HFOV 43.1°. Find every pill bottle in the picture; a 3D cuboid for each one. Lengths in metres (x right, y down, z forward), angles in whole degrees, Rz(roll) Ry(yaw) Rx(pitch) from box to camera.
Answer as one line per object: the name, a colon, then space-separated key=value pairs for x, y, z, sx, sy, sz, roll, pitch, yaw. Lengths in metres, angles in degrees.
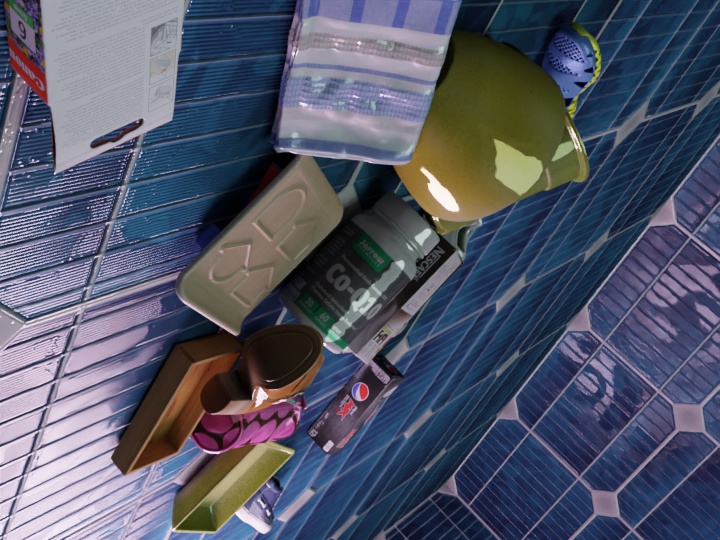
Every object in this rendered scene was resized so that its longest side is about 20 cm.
pill bottle: x=0.000 y=0.000 z=1.174 sx=0.200 sy=0.113 sz=0.113 roll=-47 pitch=160 yaw=-1

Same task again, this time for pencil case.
pencil case: x=-0.157 y=0.207 z=1.299 sx=0.093 sy=0.091 sz=0.200 roll=-15 pitch=173 yaw=21

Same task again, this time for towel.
towel: x=0.000 y=-0.177 z=0.838 sx=0.146 sy=0.024 sz=0.200 roll=6 pitch=139 yaw=-11

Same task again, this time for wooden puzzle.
wooden puzzle: x=-0.110 y=-0.034 z=0.993 sx=0.200 sy=0.046 sz=0.185 roll=-50 pitch=161 yaw=-5

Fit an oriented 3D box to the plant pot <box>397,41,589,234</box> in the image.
plant pot: x=0.144 y=-0.145 z=1.124 sx=0.190 sy=0.200 sz=0.200 roll=-32 pitch=160 yaw=0

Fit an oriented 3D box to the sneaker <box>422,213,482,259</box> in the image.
sneaker: x=0.106 y=-0.023 z=1.359 sx=0.201 sy=0.080 sz=0.070 roll=-59 pitch=159 yaw=8

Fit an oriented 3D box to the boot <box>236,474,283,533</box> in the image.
boot: x=-0.176 y=0.432 z=1.709 sx=0.090 sy=0.073 sz=0.200 roll=-38 pitch=159 yaw=-6

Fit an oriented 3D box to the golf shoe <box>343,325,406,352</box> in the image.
golf shoe: x=0.027 y=0.061 z=1.412 sx=0.200 sy=0.075 sz=0.092 roll=-24 pitch=147 yaw=-49

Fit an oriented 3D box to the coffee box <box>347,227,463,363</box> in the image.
coffee box: x=0.034 y=0.016 z=1.275 sx=0.200 sy=0.113 sz=0.080 roll=-45 pitch=160 yaw=-1

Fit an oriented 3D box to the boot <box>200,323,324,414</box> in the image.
boot: x=-0.088 y=0.117 z=1.139 sx=0.200 sy=0.074 sz=0.154 roll=-29 pitch=164 yaw=31

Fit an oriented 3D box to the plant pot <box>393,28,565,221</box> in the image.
plant pot: x=0.095 y=-0.173 z=0.963 sx=0.200 sy=0.200 sz=0.142 roll=-48 pitch=134 yaw=6

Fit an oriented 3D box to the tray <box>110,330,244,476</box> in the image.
tray: x=-0.230 y=0.165 z=1.142 sx=0.099 sy=0.037 sz=0.200 roll=-14 pitch=143 yaw=-57

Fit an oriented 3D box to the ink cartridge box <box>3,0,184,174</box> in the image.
ink cartridge box: x=-0.172 y=-0.165 z=0.598 sx=0.109 sy=0.050 sz=0.200 roll=-33 pitch=158 yaw=-34

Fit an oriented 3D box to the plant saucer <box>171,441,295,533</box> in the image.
plant saucer: x=-0.215 y=0.341 z=1.494 sx=0.200 sy=0.048 sz=0.200 roll=-45 pitch=161 yaw=-4

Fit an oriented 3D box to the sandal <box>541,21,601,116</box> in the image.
sandal: x=0.276 y=-0.263 z=1.288 sx=0.087 sy=0.080 sz=0.200 roll=-34 pitch=156 yaw=-21

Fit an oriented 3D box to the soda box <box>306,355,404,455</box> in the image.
soda box: x=-0.009 y=0.254 z=1.723 sx=0.200 sy=0.063 sz=0.071 roll=-50 pitch=160 yaw=11
